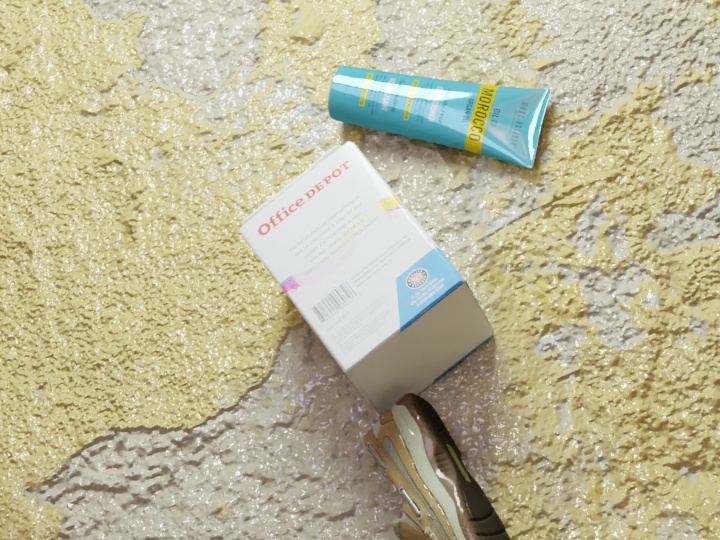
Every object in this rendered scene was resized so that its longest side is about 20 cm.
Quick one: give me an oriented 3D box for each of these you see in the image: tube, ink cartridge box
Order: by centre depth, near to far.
[{"bbox_3d":[0.000,0.000,1.803,0.128,0.125,0.200,-37,61,0],"label":"ink cartridge box"},{"bbox_3d":[0.071,-0.145,1.893,0.199,0.050,0.078,11,79,17],"label":"tube"}]

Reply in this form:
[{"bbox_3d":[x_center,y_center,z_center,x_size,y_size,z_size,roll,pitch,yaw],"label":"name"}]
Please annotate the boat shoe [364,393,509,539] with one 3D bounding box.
[{"bbox_3d":[0.063,0.202,1.729,0.076,0.072,0.201,-38,53,15],"label":"boat shoe"}]
